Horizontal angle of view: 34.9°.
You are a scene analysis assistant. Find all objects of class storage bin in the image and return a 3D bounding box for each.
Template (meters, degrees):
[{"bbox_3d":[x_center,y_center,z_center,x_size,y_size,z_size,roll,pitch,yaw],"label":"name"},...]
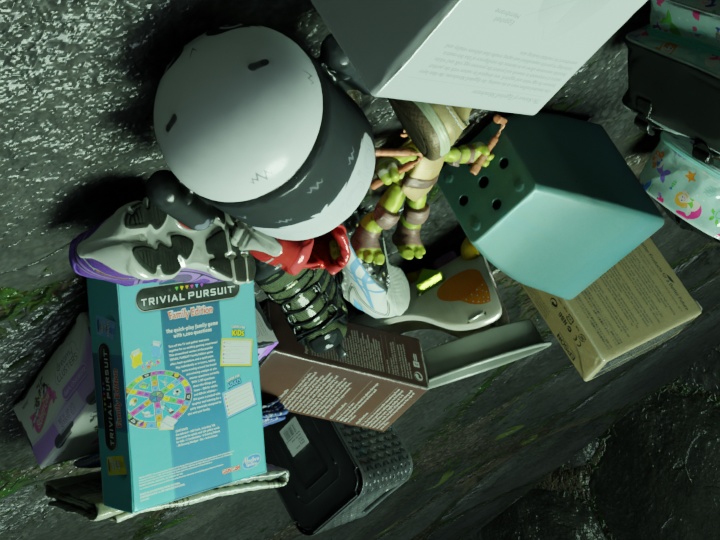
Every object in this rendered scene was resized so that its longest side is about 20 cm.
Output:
[{"bbox_3d":[-0.047,0.195,1.368,0.094,0.200,0.135,-8,150,-48],"label":"storage bin"}]

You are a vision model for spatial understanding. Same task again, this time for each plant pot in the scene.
[{"bbox_3d":[0.182,-0.075,1.176,0.141,0.142,0.200,-42,150,27],"label":"plant pot"}]

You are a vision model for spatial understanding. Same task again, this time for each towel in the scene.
[{"bbox_3d":[-0.176,0.166,1.169,0.144,0.024,0.200,-24,167,21],"label":"towel"},{"bbox_3d":[-0.193,0.213,1.115,0.199,0.035,0.192,-5,180,-29],"label":"towel"}]

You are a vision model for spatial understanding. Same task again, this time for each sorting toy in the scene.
[{"bbox_3d":[0.075,0.044,1.361,0.179,0.107,0.200,-21,170,7],"label":"sorting toy"}]

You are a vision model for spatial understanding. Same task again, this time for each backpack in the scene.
[{"bbox_3d":[0.362,-0.205,1.066,0.199,0.177,0.151,-20,127,-29],"label":"backpack"},{"bbox_3d":[0.443,-0.111,1.388,0.199,0.177,0.151,-8,130,-44],"label":"backpack"}]

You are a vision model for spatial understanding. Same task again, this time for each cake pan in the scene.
[{"bbox_3d":[0.127,0.104,1.367,0.199,0.037,0.200,-18,171,-3],"label":"cake pan"}]

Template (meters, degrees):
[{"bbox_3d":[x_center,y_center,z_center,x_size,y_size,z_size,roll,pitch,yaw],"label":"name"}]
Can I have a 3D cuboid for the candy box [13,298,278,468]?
[{"bbox_3d":[-0.207,0.101,1.113,0.199,0.072,0.168,-9,151,-46],"label":"candy box"}]

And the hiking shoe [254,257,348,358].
[{"bbox_3d":[-0.047,0.026,1.125,0.076,0.101,0.200,-33,160,3],"label":"hiking shoe"}]

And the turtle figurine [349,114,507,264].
[{"bbox_3d":[0.043,-0.083,1.052,0.200,0.064,0.162,-19,143,-47],"label":"turtle figurine"}]

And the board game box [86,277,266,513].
[{"bbox_3d":[-0.158,0.093,1.005,0.047,0.201,0.151,1,-174,43],"label":"board game box"}]

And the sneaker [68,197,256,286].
[{"bbox_3d":[-0.157,-0.023,0.932,0.083,0.081,0.200,-12,172,29],"label":"sneaker"}]

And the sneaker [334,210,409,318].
[{"bbox_3d":[0.000,0.000,1.190,0.072,0.072,0.200,-6,155,12],"label":"sneaker"}]

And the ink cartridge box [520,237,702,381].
[{"bbox_3d":[0.307,0.016,1.464,0.164,0.201,0.075,-22,158,-22],"label":"ink cartridge box"}]

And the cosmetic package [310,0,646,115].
[{"bbox_3d":[0.098,-0.215,0.749,0.199,0.123,0.200,-4,145,-52],"label":"cosmetic package"}]

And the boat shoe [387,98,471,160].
[{"bbox_3d":[0.061,-0.137,0.873,0.076,0.072,0.200,-29,-165,5],"label":"boat shoe"}]

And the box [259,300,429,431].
[{"bbox_3d":[-0.036,0.109,1.265,0.199,0.075,0.100,15,136,-30],"label":"box"}]

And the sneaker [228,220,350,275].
[{"bbox_3d":[-0.043,-0.031,0.973,0.077,0.085,0.200,-59,170,19],"label":"sneaker"}]

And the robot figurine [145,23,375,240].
[{"bbox_3d":[-0.063,-0.094,0.805,0.200,0.124,0.151,31,75,-68],"label":"robot figurine"}]
